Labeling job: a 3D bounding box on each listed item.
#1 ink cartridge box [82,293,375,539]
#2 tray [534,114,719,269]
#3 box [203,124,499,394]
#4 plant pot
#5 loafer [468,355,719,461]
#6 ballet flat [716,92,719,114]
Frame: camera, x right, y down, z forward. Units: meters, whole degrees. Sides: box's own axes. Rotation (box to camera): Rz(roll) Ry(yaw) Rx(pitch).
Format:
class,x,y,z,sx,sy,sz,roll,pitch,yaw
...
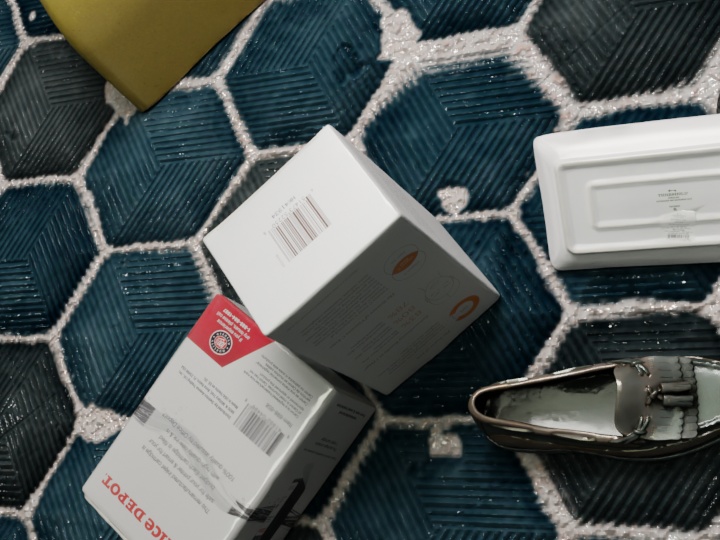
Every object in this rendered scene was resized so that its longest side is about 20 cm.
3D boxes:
class,x,y,z,sx,sy,sz,roll,pitch,yaw
ink cartridge box,-0.108,0.145,0.907,0.144,0.084,0.200,36,90,31
tray,0.226,-0.053,0.805,0.200,0.022,0.108,-3,108,27
box,0.000,0.000,0.832,0.124,0.200,0.098,-41,59,8
plant pot,-0.237,-0.313,1.062,0.195,0.200,0.194,-42,60,10
loafer,0.173,0.098,0.791,0.200,0.063,0.072,-10,69,24
ballet flat,0.341,-0.088,0.771,0.200,0.057,0.067,19,83,31
